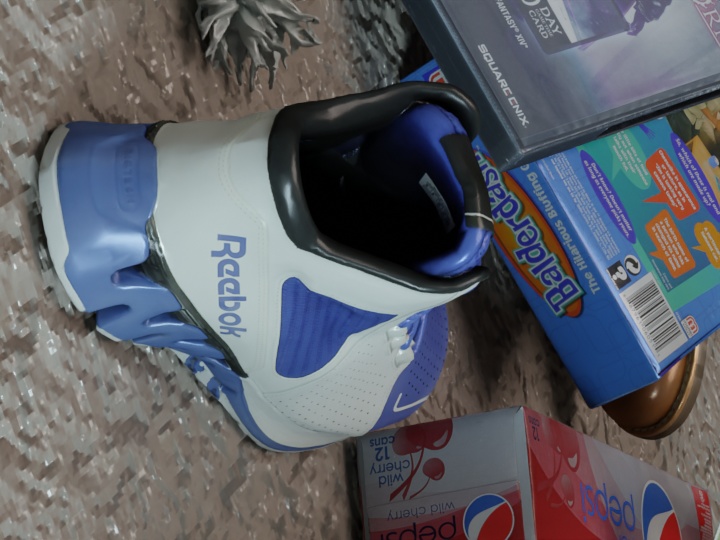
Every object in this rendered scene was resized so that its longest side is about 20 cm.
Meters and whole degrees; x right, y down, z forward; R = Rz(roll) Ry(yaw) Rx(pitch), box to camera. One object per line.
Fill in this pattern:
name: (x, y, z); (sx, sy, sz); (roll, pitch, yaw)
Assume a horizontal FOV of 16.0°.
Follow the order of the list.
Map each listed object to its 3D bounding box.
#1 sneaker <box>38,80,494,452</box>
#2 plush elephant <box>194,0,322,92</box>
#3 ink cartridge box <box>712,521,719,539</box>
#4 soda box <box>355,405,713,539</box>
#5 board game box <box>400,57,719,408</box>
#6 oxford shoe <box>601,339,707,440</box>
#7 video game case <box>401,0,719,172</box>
sneaker: (0.000, 0.000, 0.794); (0.199, 0.114, 0.081); (32, 52, -59)
plush elephant: (0.004, -0.172, 0.831); (0.165, 0.154, 0.201); (-4, 83, -66)
ink cartridge box: (0.117, 0.166, 0.966); (0.145, 0.048, 0.201); (25, 82, -61)
soda box: (0.071, 0.103, 0.961); (0.200, 0.070, 0.064); (28, 54, -60)
board game box: (0.124, -0.055, 1.062); (0.200, 0.045, 0.153); (-32, 92, -44)
oxford shoe: (0.097, -0.025, 1.103); (0.071, 0.071, 0.201); (3, 71, -45)
video game case: (0.090, -0.125, 1.025); (0.199, 0.019, 0.143); (-20, 76, -42)
